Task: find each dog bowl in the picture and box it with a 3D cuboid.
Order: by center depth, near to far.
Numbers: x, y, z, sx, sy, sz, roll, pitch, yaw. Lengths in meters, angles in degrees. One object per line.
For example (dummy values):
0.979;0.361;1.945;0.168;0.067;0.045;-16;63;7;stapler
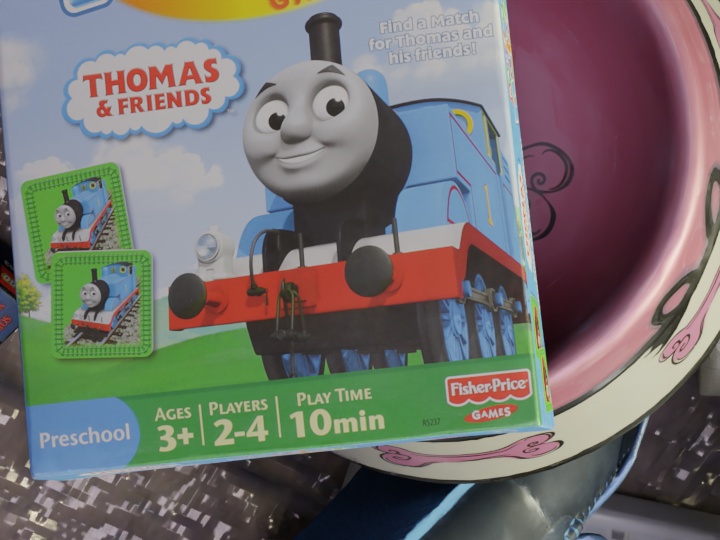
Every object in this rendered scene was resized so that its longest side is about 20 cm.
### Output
0.025;-0.035;0.804;0.199;0.074;0.201;-1;85;10;dog bowl

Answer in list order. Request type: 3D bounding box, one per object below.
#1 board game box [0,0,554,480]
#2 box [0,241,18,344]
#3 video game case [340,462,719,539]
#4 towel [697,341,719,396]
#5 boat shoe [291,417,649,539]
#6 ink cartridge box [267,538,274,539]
-0.029;-0.046;0.759;0.151;0.037;0.201;-7;84;10;board game box
-0.228;0.030;0.882;0.200;0.038;0.137;-43;113;14;box
0.068;0.164;0.992;0.199;0.022;0.183;13;114;-13;video game case
0.214;-0.042;0.898;0.192;0.035;0.201;-4;117;-5;towel
0.033;0.091;0.874;0.200;0.084;0.069;-33;111;-39;boat shoe
0.059;0.175;0.902;0.199;0.145;0.088;10;115;-10;ink cartridge box
